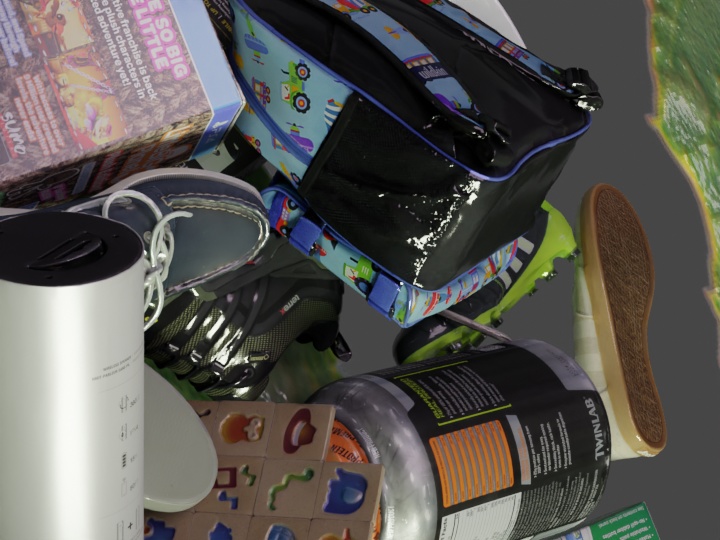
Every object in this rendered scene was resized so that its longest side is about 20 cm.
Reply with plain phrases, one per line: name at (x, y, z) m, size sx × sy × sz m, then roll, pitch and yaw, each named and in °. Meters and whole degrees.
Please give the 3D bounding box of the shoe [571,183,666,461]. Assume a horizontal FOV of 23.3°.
shoe at (0.166, 0.035, 1.195) m, size 0.070 × 0.053 × 0.201 m, roll 21°, pitch 57°, yaw -40°

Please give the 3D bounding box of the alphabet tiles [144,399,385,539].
alphabet tiles at (-0.077, 0.157, 0.899) m, size 0.008 × 0.166 × 0.201 m, roll 64°, pitch 32°, yaw -53°

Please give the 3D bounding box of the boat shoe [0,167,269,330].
boat shoe at (-0.129, -0.008, 0.870) m, size 0.199 × 0.062 × 0.075 m, roll -5°, pitch 112°, yaw -30°

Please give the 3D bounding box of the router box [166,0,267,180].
router box at (-0.128, -0.137, 1.040) m, size 0.200 × 0.051 × 0.149 m, roll 48°, pitch 49°, yaw -1°

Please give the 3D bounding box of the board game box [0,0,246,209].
board game box at (-0.186, -0.116, 0.917) m, size 0.199 × 0.097 × 0.160 m, roll -20°, pitch 84°, yaw -17°

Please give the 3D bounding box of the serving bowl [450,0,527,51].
serving bowl at (0.035, -0.132, 1.152) m, size 0.200 × 0.066 × 0.201 m, roll 31°, pitch 42°, yaw -33°

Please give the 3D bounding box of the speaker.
speaker at (-0.140, 0.076, 0.817) m, size 0.081 × 0.081 × 0.201 m, roll -23°, pitch 127°, yaw -41°

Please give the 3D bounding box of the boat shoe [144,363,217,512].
boat shoe at (-0.170, 0.069, 0.910) m, size 0.200 × 0.071 × 0.070 m, roll 30°, pitch 54°, yaw -14°

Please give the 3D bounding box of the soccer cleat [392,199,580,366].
soccer cleat at (0.068, 0.002, 1.136) m, size 0.081 × 0.068 × 0.200 m, roll 48°, pitch 43°, yaw 5°

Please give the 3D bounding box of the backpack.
backpack at (0.006, -0.086, 0.972) m, size 0.200 × 0.135 × 0.182 m, roll 35°, pitch 29°, yaw 13°

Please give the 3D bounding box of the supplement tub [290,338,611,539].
supplement tub at (0.041, 0.113, 1.017) m, size 0.199 × 0.122 × 0.123 m, roll -9°, pitch 75°, yaw -40°

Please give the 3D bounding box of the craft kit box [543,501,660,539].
craft kit box at (0.137, 0.264, 1.075) m, size 0.199 × 0.048 × 0.198 m, roll -14°, pitch 81°, yaw -40°

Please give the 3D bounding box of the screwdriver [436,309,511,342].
screwdriver at (0.000, 0.000, 1.054) m, size 0.199 × 0.028 × 0.029 m, roll 18°, pitch 79°, yaw -1°

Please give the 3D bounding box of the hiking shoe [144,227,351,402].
hiking shoe at (-0.091, 0.035, 0.980) m, size 0.199 × 0.076 × 0.101 m, roll -14°, pitch 100°, yaw -24°
